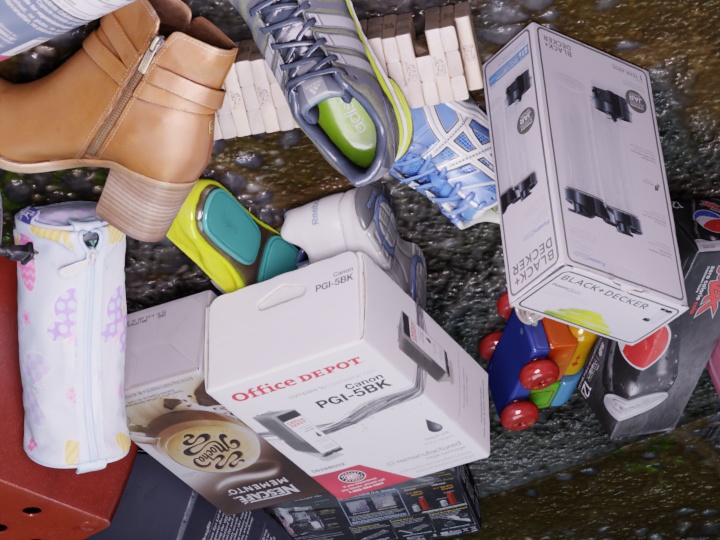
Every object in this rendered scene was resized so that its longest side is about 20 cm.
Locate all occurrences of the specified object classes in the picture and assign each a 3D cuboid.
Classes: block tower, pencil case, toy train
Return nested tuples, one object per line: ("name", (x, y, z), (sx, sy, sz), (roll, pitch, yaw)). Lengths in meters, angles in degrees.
("block tower", (-0.019, -0.134, 1.495), (0.199, 0.054, 0.058), (-11, 112, 7))
("pencil case", (-0.212, 0.047, 1.650), (0.083, 0.201, 0.090), (-12, -159, -38))
("toy train", (0.176, 0.049, 1.817), (0.115, 0.085, 0.200), (-7, 150, -16))

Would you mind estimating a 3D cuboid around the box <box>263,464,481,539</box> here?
("box", (0.003, 0.209, 2.070), (0.199, 0.050, 0.158), (-11, 147, 9))

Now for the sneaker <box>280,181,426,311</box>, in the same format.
("sneaker", (0.000, 0.000, 1.730), (0.087, 0.075, 0.200), (-5, 141, 17))

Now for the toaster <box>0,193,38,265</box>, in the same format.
("toaster", (-0.346, -0.014, 1.606), (0.199, 0.114, 0.129), (10, 149, -21))

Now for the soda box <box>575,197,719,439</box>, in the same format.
("soda box", (0.243, 0.039, 1.752), (0.070, 0.063, 0.201), (-5, 132, -29))

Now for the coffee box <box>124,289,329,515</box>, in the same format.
("coffee box", (-0.114, 0.111, 1.778), (0.112, 0.080, 0.200), (-17, 140, 27))

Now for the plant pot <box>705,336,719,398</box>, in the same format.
("plant pot", (0.365, 0.075, 1.784), (0.199, 0.180, 0.200), (-4, 147, -2))

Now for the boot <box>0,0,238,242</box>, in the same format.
("boot", (-0.181, -0.130, 1.476), (0.199, 0.074, 0.155), (28, 118, 7))

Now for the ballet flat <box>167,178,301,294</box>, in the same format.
("ballet flat", (-0.096, -0.010, 1.705), (0.067, 0.067, 0.200), (2, 152, 32))

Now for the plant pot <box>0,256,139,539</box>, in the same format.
("plant pot", (-0.291, 0.130, 1.782), (0.199, 0.177, 0.199), (-28, 142, 32))

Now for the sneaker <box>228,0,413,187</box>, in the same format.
("sneaker", (-0.029, -0.141, 1.418), (0.074, 0.081, 0.200), (-31, 108, 15))

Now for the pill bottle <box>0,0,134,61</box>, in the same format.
("pill bottle", (-0.170, -0.210, 1.308), (0.199, 0.120, 0.120), (-21, 145, 23))

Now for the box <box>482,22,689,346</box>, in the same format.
("box", (0.152, -0.059, 1.518), (0.116, 0.201, 0.060), (17, 142, -33))

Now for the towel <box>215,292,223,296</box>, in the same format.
("towel", (-0.084, 0.083, 1.857), (0.111, 0.049, 0.200), (-10, 148, 10))

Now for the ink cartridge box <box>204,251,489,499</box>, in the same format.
("ink cartridge box", (-0.009, 0.086, 1.704), (0.146, 0.083, 0.200), (-19, 141, 25))

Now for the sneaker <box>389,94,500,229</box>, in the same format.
("sneaker", (0.068, -0.079, 1.591), (0.199, 0.077, 0.076), (15, 145, -27))

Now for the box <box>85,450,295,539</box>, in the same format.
("box", (-0.167, 0.252, 2.014), (0.147, 0.105, 0.200), (1, 150, 32))
